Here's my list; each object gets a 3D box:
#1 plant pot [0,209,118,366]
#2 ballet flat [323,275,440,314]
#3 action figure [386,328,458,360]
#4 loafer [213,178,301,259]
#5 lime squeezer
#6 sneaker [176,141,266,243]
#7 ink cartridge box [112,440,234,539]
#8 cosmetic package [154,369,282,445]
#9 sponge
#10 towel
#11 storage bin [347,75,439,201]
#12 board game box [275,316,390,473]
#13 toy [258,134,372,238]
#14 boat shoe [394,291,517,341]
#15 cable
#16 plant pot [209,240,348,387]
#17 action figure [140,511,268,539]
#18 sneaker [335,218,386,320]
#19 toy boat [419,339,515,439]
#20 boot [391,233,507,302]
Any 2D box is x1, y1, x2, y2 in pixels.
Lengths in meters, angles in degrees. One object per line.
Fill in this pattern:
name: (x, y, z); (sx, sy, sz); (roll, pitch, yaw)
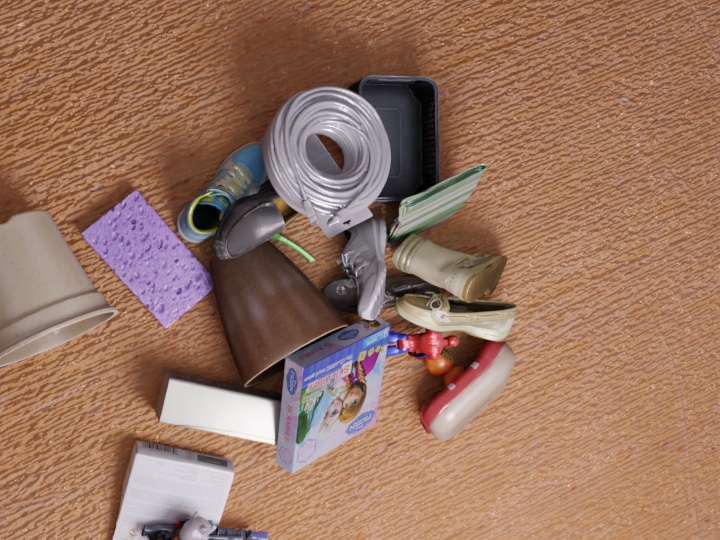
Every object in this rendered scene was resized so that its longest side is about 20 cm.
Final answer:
plant pot: (-0.488, 0.019, 1.556); (0.200, 0.200, 0.184); (-25, 87, -13)
ballet flat: (0.035, 0.033, 1.764); (0.199, 0.046, 0.068); (-3, 115, -9)
action figure: (0.065, 0.117, 1.767); (0.199, 0.099, 0.066); (-2, 96, 7)
loafer: (-0.145, -0.082, 1.602); (0.200, 0.072, 0.073); (-49, 137, -38)
lime squeezer: (-0.135, -0.094, 1.701); (0.070, 0.038, 0.201); (-16, 109, 4)
sneaker: (-0.201, -0.123, 1.645); (0.079, 0.131, 0.200); (40, 80, -12)
ink cartridge box: (-0.306, 0.383, 1.690); (0.162, 0.057, 0.201); (14, 109, -15)
cosmetic package: (-0.217, 0.216, 1.668); (0.199, 0.104, 0.073); (13, 89, -14)
sponge: (-0.332, -0.017, 1.666); (0.112, 0.030, 0.200); (-42, 101, -10)
towel: (0.115, -0.103, 1.699); (0.152, 0.200, 0.023); (-26, 78, -13)
storage bin: (0.051, -0.213, 1.730); (0.135, 0.094, 0.201); (-2, 92, -15)
board game box: (-0.042, 0.192, 1.655); (0.200, 0.041, 0.200); (-24, 132, -42)
toy: (-0.066, -0.159, 1.705); (0.200, 0.115, 0.047); (52, 48, -13)
boat shoe: (0.156, 0.063, 1.727); (0.200, 0.073, 0.063); (14, 116, -8)
cable: (-0.049, -0.177, 1.605); (0.200, 0.069, 0.200); (-32, 92, -27)
plant pot: (-0.148, 0.049, 1.653); (0.186, 0.187, 0.201); (-29, 83, -12)
action figure: (-0.242, 0.463, 1.652); (0.199, 0.105, 0.194); (-1, 118, -8)
sneaker: (0.000, 0.000, 1.703); (0.082, 0.201, 0.075); (2, 136, -1)
toy boat: (0.162, 0.178, 1.773); (0.200, 0.131, 0.131); (-41, 72, -10)
boot: (0.151, -0.012, 1.759); (0.155, 0.200, 0.073); (23, 110, 21)
